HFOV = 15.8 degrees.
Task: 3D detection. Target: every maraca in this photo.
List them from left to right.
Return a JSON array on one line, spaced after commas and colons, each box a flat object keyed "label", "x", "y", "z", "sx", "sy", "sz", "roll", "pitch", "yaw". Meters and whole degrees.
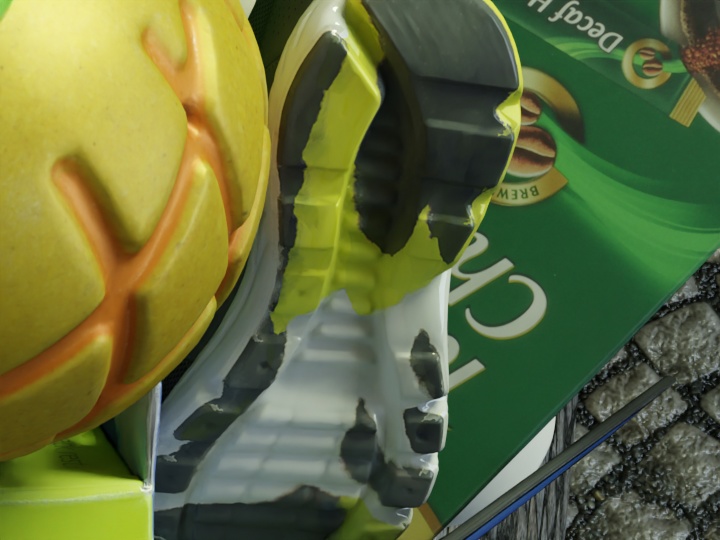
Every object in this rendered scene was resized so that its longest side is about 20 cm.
[{"label": "maraca", "x": -0.069, "y": -0.027, "z": 0.564, "sx": 0.137, "sy": 0.107, "sz": 0.200, "roll": -66, "pitch": 173, "yaw": 19}]

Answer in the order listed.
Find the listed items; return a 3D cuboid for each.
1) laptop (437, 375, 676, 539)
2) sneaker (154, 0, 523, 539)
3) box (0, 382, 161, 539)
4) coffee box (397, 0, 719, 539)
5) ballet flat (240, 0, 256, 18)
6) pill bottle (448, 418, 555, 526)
[{"label": "laptop", "x": 0.020, "y": 0.147, "z": 0.732, "sx": 0.177, "sy": 0.103, "sz": 0.200, "roll": -26, "pitch": 112, "yaw": -57}, {"label": "sneaker", "x": -0.011, "y": -0.002, "z": 0.654, "sx": 0.085, "sy": 0.074, "sz": 0.200, "roll": -104, "pitch": -150, "yaw": -53}, {"label": "box", "x": -0.079, "y": 0.114, "z": 0.634, "sx": 0.122, "sy": 0.048, "sz": 0.200, "roll": -149, "pitch": -121, "yaw": -74}, {"label": "coffee box", "x": 0.035, "y": -0.028, "z": 0.696, "sx": 0.200, "sy": 0.123, "sz": 0.044, "roll": -45, "pitch": 180, "yaw": 14}, {"label": "ballet flat", "x": -0.033, "y": -0.088, "z": 0.746, "sx": 0.200, "sy": 0.069, "sz": 0.070, "roll": -51, "pitch": 143, "yaw": -73}, {"label": "pill bottle", "x": 0.000, "y": 0.000, "z": 0.900, "sx": 0.200, "sy": 0.113, "sz": 0.113, "roll": 61, "pitch": 29, "yaw": -46}]
